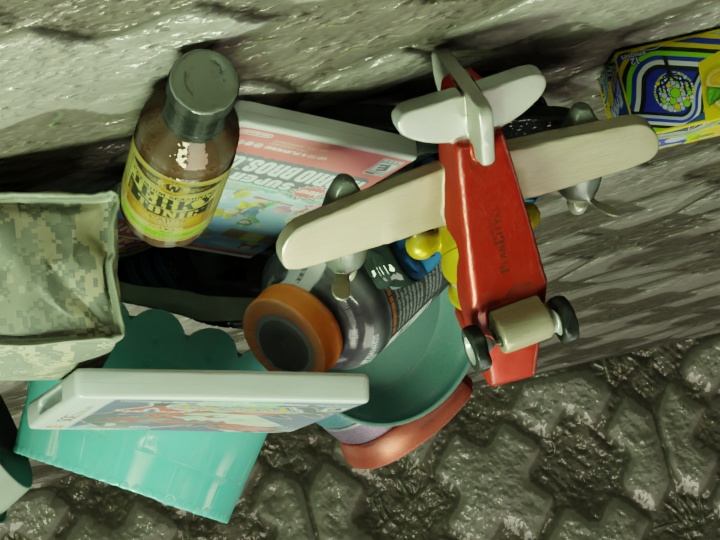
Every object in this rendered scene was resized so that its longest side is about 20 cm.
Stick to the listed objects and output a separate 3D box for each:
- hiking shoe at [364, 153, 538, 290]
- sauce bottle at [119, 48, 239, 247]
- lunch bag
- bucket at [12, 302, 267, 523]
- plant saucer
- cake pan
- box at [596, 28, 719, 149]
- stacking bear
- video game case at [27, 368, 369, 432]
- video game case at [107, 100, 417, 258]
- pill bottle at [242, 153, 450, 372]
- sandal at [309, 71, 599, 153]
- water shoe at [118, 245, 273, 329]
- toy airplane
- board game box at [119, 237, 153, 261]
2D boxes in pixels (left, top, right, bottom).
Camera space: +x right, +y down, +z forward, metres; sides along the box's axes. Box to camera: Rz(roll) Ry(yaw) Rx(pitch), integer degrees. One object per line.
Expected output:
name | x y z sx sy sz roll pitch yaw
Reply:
hiking shoe | 0.074 -0.057 1.517 0.086 0.075 0.200 -9 -153 44
sauce bottle | -0.106 -0.073 1.302 0.064 0.065 0.200 -12 163 -14
lunch bag | -0.259 0.012 1.408 0.199 0.118 0.164 -2 169 -12
bucket | -0.164 0.104 1.683 0.206 0.135 0.207 19 173 2
plant saucer | 0.011 0.021 1.705 0.199 0.201 0.036 -8 -174 -36
cake pan | -0.310 0.100 1.676 0.037 0.201 0.200 -30 171 0
box | 0.273 -0.136 1.532 0.199 0.065 0.070 -14 172 -7
stacking bear | -0.021 0.054 1.773 0.114 0.200 0.121 -46 -155 -21
video game case | -0.115 0.091 1.503 0.199 0.023 0.182 2 169 -18
video game case | -0.077 -0.057 1.467 0.143 0.018 0.200 9 156 -36
pill bottle | 0.000 0.000 1.569 0.106 0.106 0.200 -24 -166 47
sandal | 0.065 -0.108 1.461 0.199 0.048 0.075 1 167 -10
water shoe | -0.135 -0.007 1.678 0.199 0.079 0.071 12 -176 41
toy airplane | 0.068 -0.048 1.395 0.200 0.200 0.141 28 -174 -22
board game box | -0.192 -0.025 1.614 0.200 0.030 0.095 -24 167 37
